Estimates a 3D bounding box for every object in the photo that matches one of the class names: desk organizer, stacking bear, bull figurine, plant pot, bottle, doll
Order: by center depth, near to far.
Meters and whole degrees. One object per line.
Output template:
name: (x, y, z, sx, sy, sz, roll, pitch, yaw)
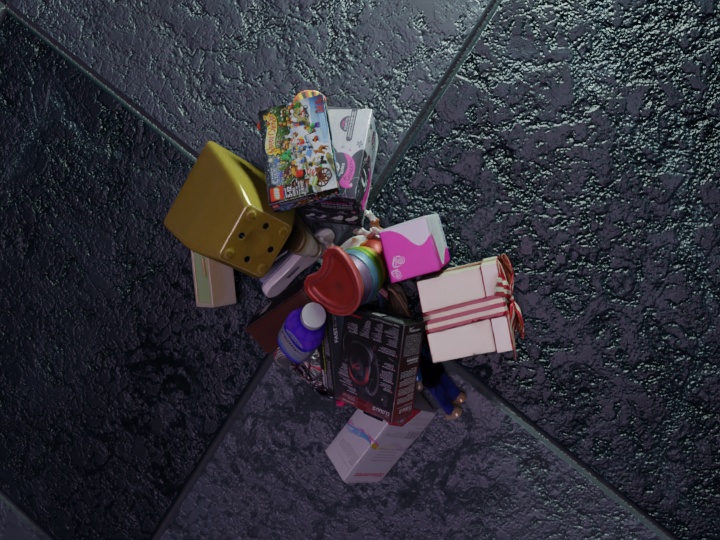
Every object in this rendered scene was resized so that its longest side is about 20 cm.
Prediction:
stacking bear: (0.000, 0.000, 1.265, 0.114, 0.199, 0.122, 44, 123, 8)
bottle: (-0.110, 0.117, 1.267, 0.084, 0.200, 0.065, 46, 63, 4)
plant pot: (-0.240, -0.098, 1.298, 0.197, 0.193, 0.200, -57, 40, 8)
doll: (0.145, 0.202, 1.341, 0.048, 0.138, 0.202, -22, 113, 34)
bull figurine: (-0.025, -0.037, 1.376, 0.197, 0.122, 0.066, -32, 45, 6)
desk organizer: (-0.152, 0.094, 1.399, 0.198, 0.072, 0.077, -33, 106, 35)

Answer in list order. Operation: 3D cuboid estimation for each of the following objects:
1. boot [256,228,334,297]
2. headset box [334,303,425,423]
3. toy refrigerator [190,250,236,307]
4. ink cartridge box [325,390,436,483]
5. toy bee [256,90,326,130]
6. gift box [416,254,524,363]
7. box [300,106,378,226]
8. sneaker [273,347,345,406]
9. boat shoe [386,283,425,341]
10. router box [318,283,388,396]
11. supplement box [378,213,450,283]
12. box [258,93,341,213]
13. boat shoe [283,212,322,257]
boot: (-0.152, -0.042, 1.418, 0.199, 0.073, 0.091, -41, 67, 2)
headset box: (0.033, 0.181, 1.245, 0.146, 0.074, 0.207, 13, 100, 38)
toy refrigerator: (-0.329, -0.026, 1.443, 0.075, 0.069, 0.208, 0, 96, 46)
ink cartridge box: (0.042, 0.334, 1.358, 0.201, 0.146, 0.086, -51, 53, 12)
toy bee: (-0.151, -0.296, 1.348, 0.107, 0.204, 0.131, 29, 145, -16)
gift box: (0.219, 0.081, 1.279, 0.181, 0.200, 0.191, -12, 97, 12)
box: (-0.043, -0.210, 1.312, 0.128, 0.115, 0.206, 6, 69, 12)
sneaker: (-0.099, 0.217, 1.409, 0.195, 0.075, 0.082, 22, 134, 11)
boat shoe: (0.087, 0.129, 1.377, 0.070, 0.064, 0.205, -23, 89, 14)
router box: (-0.012, 0.135, 1.340, 0.146, 0.062, 0.207, -16, 109, -29)
supplement box: (0.110, -0.047, 1.286, 0.100, 0.200, 0.105, -15, 92, 13)
box: (-0.116, -0.222, 1.243, 0.132, 0.038, 0.206, -13, 69, 7)
boat shoe: (-0.144, -0.083, 1.378, 0.200, 0.062, 0.075, 36, 99, 52)
